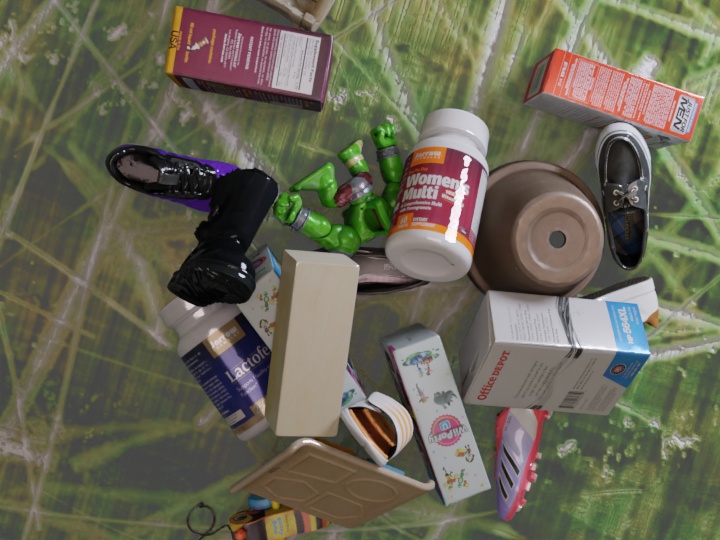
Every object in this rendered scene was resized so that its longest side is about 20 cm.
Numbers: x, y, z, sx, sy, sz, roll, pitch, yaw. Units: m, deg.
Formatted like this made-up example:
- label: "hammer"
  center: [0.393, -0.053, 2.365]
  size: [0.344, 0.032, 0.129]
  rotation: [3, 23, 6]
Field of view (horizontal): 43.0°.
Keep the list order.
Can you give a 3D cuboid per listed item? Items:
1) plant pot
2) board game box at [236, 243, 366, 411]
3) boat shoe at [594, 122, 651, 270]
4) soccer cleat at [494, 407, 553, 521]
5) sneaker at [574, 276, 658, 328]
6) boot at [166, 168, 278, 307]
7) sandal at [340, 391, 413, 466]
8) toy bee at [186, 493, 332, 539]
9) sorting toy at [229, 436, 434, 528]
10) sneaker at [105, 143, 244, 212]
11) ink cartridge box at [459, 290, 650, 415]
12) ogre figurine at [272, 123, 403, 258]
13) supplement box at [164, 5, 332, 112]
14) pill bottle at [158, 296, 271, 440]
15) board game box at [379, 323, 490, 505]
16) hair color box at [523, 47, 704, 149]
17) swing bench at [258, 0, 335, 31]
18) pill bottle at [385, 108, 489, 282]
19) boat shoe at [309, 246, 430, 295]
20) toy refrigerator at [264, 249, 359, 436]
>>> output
- label: "plant pot"
  center: [0.230, -0.044, 1.158]
  size: [0.198, 0.175, 0.203]
  rotation: [0, 93, -2]
- label: "board game box"
  center: [-0.080, 0.077, 1.149]
  size: [0.064, 0.148, 0.201]
  rotation: [-36, 107, 1]
- label: "boat shoe"
  center: [0.342, -0.091, 1.172]
  size: [0.068, 0.057, 0.201]
  rotation: [-6, 125, 16]
- label: "soccer cleat"
  center: [0.208, 0.235, 1.236]
  size: [0.076, 0.067, 0.202]
  rotation: [16, 95, 19]
- label: "sneaker"
  center: [0.306, 0.078, 1.217]
  size: [0.198, 0.073, 0.085]
  rotation: [-18, 97, 1]
- label: "boot"
  center: [-0.148, -0.048, 1.068]
  size: [0.076, 0.200, 0.169]
  rotation: [31, 71, -20]
- label: "sandal"
  center: [0.029, 0.180, 1.101]
  size: [0.059, 0.207, 0.079]
  rotation: [-40, 81, 4]
- label: "toy bee"
  center: [-0.127, 0.343, 1.204]
  size: [0.199, 0.109, 0.132]
  rotation: [-31, 96, 0]
- label: "sorting toy"
  center: [-0.036, 0.259, 1.120]
  size: [0.199, 0.185, 0.037]
  rotation: [22, 53, -23]
- label: "sneaker"
  center: [-0.233, -0.115, 1.173]
  size: [0.198, 0.100, 0.070]
  rotation: [12, 95, -3]
- label: "ink cartridge box"
  center: [0.236, 0.105, 1.146]
  size: [0.198, 0.147, 0.085]
  rotation: [6, 51, -8]
- label: "ogre figurine"
  center: [-0.009, -0.092, 1.180]
  size: [0.200, 0.098, 0.120]
  rotation: [-42, 102, -43]
- label: "supplement box"
  center: [-0.137, -0.266, 1.163]
  size: [0.198, 0.110, 0.087]
  rotation: [10, 93, -3]
- label: "pill bottle"
  center: [-0.165, 0.108, 1.182]
  size: [0.115, 0.116, 0.201]
  rotation: [-36, 92, 1]
- label: "board game box"
  center: [0.092, 0.178, 1.172]
  size: [0.064, 0.148, 0.202]
  rotation: [-21, 94, -3]
- label: "hair color box"
  center: [0.322, -0.219, 1.180]
  size: [0.198, 0.111, 0.065]
  rotation: [19, 92, -4]
- label: "swing bench"
  center: [-0.100, -0.431, 1.148]
  size: [0.198, 0.130, 0.201]
  rotation: [30, 98, -4]
- label: "pill bottle"
  center: [0.102, -0.096, 1.148]
  size: [0.108, 0.110, 0.202]
  rotation: [15, 64, -3]
- label: "boat shoe"
  center: [0.000, 0.000, 1.210]
  size: [0.198, 0.057, 0.068]
  rotation: [-3, 96, -2]
- label: "toy refrigerator"
  center: [-0.058, 0.082, 1.045]
  size: [0.075, 0.070, 0.202]
  rotation: [3, 102, -19]
